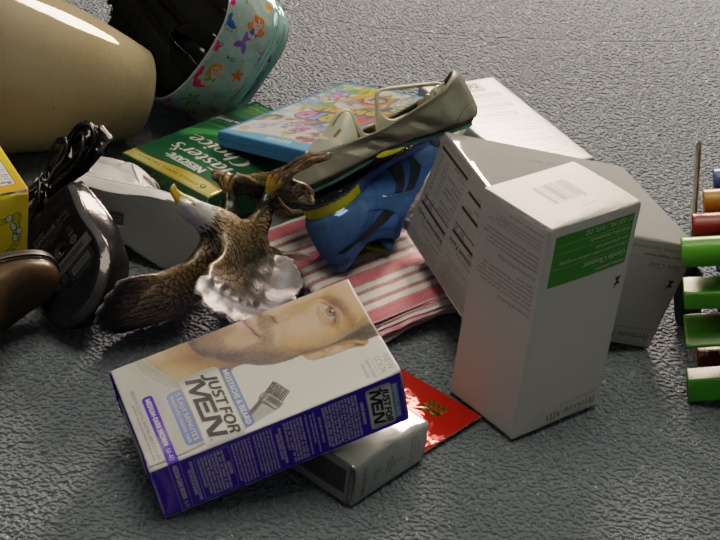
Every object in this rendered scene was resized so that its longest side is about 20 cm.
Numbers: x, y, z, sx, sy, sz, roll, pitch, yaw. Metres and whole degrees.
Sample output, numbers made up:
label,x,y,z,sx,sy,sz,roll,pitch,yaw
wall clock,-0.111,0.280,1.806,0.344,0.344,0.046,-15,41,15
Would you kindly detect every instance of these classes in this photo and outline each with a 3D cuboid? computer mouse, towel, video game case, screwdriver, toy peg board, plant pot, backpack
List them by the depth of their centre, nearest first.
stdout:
label,x,y,z,sx,sy,sz,roll,pitch,yaw
computer mouse,-0.244,-0.024,1.406,0.053,0.138,0.200,28,26,-42
toy peg board,0.330,0.006,1.414,0.097,0.201,0.199,-3,30,10
screwdriver,0.295,-0.029,1.447,0.029,0.201,0.028,-19,38,-11
towel,0.000,0.000,1.495,0.146,0.030,0.200,-19,39,-36
plant pot,-0.315,-0.197,1.621,0.199,0.188,0.187,7,28,-29
video game case,-0.025,-0.149,1.626,0.143,0.018,0.200,16,30,37
backpack,-0.168,-0.256,1.729,0.150,0.178,0.200,25,18,-37

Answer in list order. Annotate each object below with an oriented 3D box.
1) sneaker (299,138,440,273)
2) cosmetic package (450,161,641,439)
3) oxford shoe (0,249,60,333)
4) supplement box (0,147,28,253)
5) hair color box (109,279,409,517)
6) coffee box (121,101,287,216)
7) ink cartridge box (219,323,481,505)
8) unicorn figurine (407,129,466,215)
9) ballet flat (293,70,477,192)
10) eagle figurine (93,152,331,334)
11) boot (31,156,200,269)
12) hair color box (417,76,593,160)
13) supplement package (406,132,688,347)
label,x,y,z,sx,sy,sz,roll,pitch,yaw
sneaker,0.018,-0.064,1.515,0.066,0.079,0.200,-11,19,40
cosmetic package,0.149,0.024,1.319,0.107,0.201,0.085,-19,38,-34
oxford shoe,-0.313,0.051,1.296,0.084,0.073,0.200,32,50,30
supplement box,-0.376,-0.063,1.426,0.108,0.110,0.200,-9,34,-26
hair color box,-0.076,0.094,1.214,0.199,0.065,0.109,-20,47,-12
coffee box,-0.130,-0.107,1.621,0.123,0.044,0.200,29,36,30
ink cartridge box,-0.024,0.094,1.316,0.200,0.044,0.173,29,38,31
unicorn figurine,0.084,-0.092,1.608,0.199,0.074,0.138,-17,40,16
ballet flat,0.010,-0.130,1.484,0.199,0.064,0.067,-23,12,-5
eagle figurine,-0.120,-0.009,1.362,0.150,0.152,0.201,24,55,-6
boot,-0.201,-0.063,1.505,0.199,0.074,0.096,19,28,9
hair color box,0.148,-0.135,1.718,0.099,0.061,0.200,-10,36,-28
supplement package,0.170,-0.027,1.458,0.199,0.111,0.156,8,28,-25
